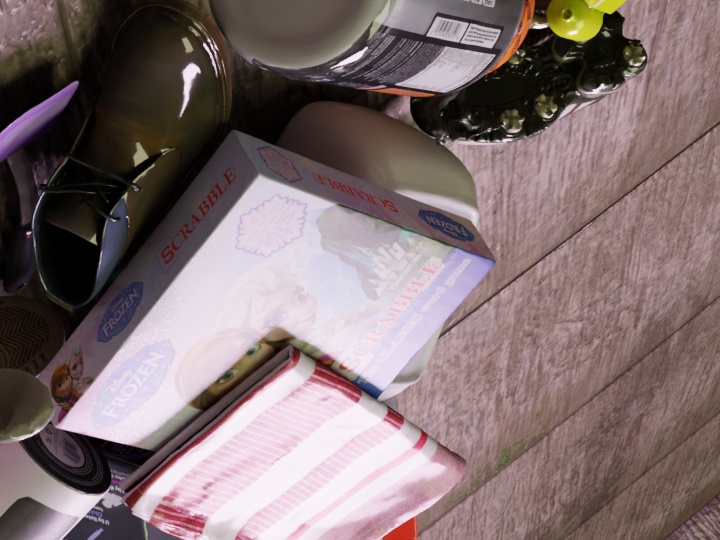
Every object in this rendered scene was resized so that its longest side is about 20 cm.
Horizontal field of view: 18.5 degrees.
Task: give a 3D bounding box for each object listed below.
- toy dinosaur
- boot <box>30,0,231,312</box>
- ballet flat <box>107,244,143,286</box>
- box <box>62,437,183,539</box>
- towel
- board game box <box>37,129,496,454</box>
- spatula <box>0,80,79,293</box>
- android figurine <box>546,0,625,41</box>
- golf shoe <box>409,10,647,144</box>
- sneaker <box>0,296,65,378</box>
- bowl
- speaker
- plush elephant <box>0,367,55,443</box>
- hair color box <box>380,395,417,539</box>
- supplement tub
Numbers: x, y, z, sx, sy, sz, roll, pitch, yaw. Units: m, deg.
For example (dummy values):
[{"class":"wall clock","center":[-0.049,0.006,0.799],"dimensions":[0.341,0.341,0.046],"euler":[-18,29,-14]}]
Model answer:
[{"class":"toy dinosaur","center":[0.057,-0.128,1.432],"dimensions":[0.200,0.088,0.047],"euler":[-20,-176,-43]},{"class":"boot","center":[-0.124,-0.058,1.184],"dimensions":[0.200,0.075,0.097],"euler":[112,4,-55]},{"class":"ballet flat","center":[-0.096,-0.005,1.427],"dimensions":[0.074,0.074,0.200],"euler":[-49,157,18]},{"class":"box","center":[-0.147,0.167,1.452],"dimensions":[0.122,0.106,0.200],"euler":[-45,140,-49]},{"class":"towel","center":[-0.037,0.129,1.345],"dimensions":[0.144,0.023,0.200],"euler":[-40,140,11]},{"class":"board game box","center":[-0.053,0.029,1.279],"dimensions":[0.199,0.041,0.200],"euler":[18,120,-43]},{"class":"spatula","center":[-0.188,-0.039,1.228],"dimensions":[0.056,0.021,0.200],"euler":[-36,160,-28]},{"class":"android figurine","center":[0.193,-0.218,1.432],"dimensions":[0.182,0.041,0.200],"euler":[-41,176,11]},{"class":"golf shoe","center":[0.110,-0.121,1.545],"dimensions":[0.200,0.077,0.088],"euler":[-19,168,-33]},{"class":"sneaker","center":[-0.259,0.094,1.293],"dimensions":[0.200,0.071,0.113],"euler":[-29,153,-13]},{"class":"bowl","center":[0.000,0.000,1.428],"dimensions":[0.200,0.075,0.200],"euler":[12,100,-58]},{"class":"speaker","center":[-0.244,0.172,1.343],"dimensions":[0.200,0.081,0.081],"euler":[-45,160,16]},{"class":"plush elephant","center":[-0.243,0.037,1.081],"dimensions":[0.165,0.155,0.200],"euler":[-34,158,-22]},{"class":"hair color box","center":[-0.028,0.117,1.530],"dimensions":[0.111,0.200,0.064],"euler":[-5,121,-5]},{"class":"supplement tub","center":[0.013,-0.159,1.211],"dimensions":[0.123,0.123,0.200],"euler":[-50,160,19]}]
